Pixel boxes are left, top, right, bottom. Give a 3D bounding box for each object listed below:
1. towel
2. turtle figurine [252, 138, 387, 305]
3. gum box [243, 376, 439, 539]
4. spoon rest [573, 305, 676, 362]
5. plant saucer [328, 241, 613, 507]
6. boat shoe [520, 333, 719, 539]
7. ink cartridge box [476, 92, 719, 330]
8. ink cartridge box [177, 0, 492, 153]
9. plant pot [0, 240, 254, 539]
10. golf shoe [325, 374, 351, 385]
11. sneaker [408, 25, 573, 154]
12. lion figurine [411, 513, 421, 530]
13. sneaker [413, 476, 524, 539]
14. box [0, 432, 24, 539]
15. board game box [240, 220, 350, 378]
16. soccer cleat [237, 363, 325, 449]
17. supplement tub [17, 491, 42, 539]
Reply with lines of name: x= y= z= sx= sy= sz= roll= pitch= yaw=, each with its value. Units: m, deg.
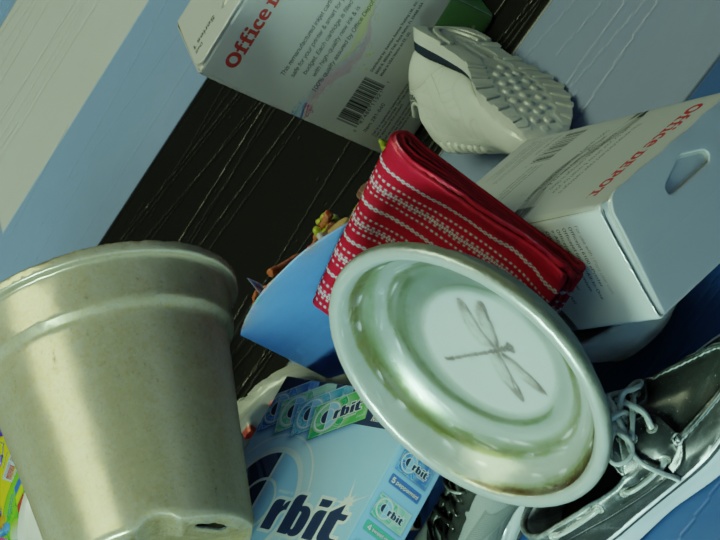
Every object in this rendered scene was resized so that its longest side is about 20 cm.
towel: x=0.049 y=0.010 z=1.278 sx=0.022 sy=0.144 sz=0.200 roll=-47 pitch=-9 yaw=-35
turtle figurine: x=-0.014 y=-0.018 z=1.596 sx=0.161 sy=0.064 sz=0.200 roll=-49 pitch=4 yaw=20
gum box: x=-0.038 y=0.172 z=1.367 sx=0.170 sy=0.045 sz=0.201 roll=2 pitch=59 yaw=55
spoon rest: x=0.135 y=0.039 z=1.340 sx=0.200 sy=0.061 sz=0.099 roll=-35 pitch=12 yaw=44
plant saucer: x=0.074 y=0.054 z=1.236 sx=0.200 sy=0.200 sz=0.050 roll=-19 pitch=22 yaw=51
boat shoe: x=0.173 y=0.103 z=1.251 sx=0.199 sy=0.068 sz=0.074 roll=-47 pitch=38 yaw=32
ink cartridge box: x=0.147 y=-0.031 z=1.294 sx=0.145 sy=0.084 sz=0.200 roll=-39 pitch=16 yaw=-33
ink cartridge box: x=-0.022 y=-0.196 z=1.595 sx=0.145 sy=0.199 sz=0.084 roll=-55 pitch=35 yaw=20
plant pot: x=-0.157 y=0.110 z=1.352 sx=0.200 sy=0.200 sz=0.184 roll=-39 pitch=57 yaw=39
golf shoe: x=0.000 y=0.027 z=1.538 sx=0.200 sy=0.091 sz=0.076 roll=-43 pitch=41 yaw=37
sneaker: x=0.094 y=-0.117 z=1.512 sx=0.200 sy=0.076 sz=0.081 roll=-130 pitch=48 yaw=-56
lion figurine: x=-0.031 y=0.196 z=1.443 sx=0.122 sy=0.073 sz=0.200 roll=-12 pitch=19 yaw=30
sneaker: x=0.078 y=0.150 z=1.360 sx=0.200 sy=0.079 sz=0.074 roll=-53 pitch=37 yaw=26
box: x=-0.232 y=0.155 z=1.785 sx=0.192 sy=0.122 sz=0.201 roll=-16 pitch=59 yaw=52
board game box: x=0.000 y=0.000 z=1.414 sx=0.158 sy=0.200 sz=0.039 roll=-38 pitch=62 yaw=12
soccer cleat: x=-0.086 y=0.125 z=1.608 sx=0.200 sy=0.069 sz=0.078 roll=123 pitch=146 yaw=-43
supplement tub: x=-0.146 y=0.207 z=1.523 sx=0.140 sy=0.200 sz=0.141 roll=-18 pitch=55 yaw=28
